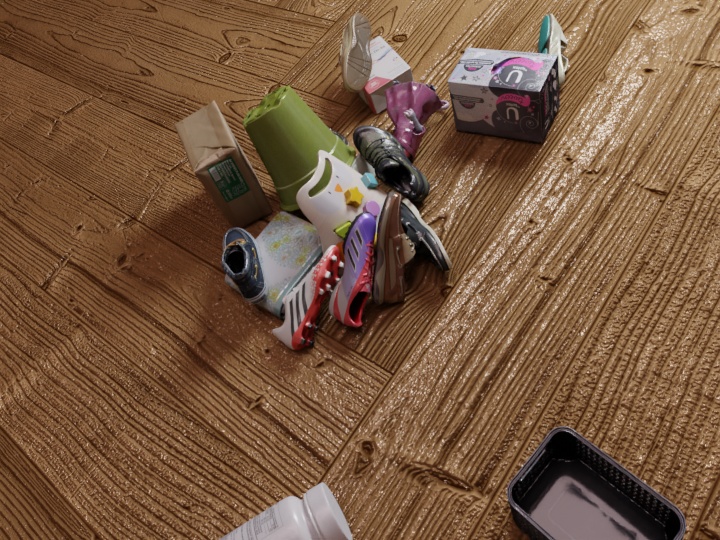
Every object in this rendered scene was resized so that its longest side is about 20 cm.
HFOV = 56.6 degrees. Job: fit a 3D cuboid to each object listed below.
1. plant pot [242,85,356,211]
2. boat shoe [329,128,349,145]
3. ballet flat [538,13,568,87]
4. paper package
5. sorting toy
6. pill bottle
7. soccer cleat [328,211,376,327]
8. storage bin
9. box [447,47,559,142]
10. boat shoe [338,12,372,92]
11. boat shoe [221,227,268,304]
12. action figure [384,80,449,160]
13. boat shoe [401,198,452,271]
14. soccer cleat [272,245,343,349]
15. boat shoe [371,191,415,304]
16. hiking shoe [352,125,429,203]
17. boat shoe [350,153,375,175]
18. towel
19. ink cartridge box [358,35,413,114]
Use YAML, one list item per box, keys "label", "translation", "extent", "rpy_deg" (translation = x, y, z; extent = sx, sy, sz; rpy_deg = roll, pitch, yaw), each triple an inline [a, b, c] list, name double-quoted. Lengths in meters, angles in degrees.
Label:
- label: "plant pot"
  translation: [-0.140, -0.260, 1.363]
  extent: [0.197, 0.191, 0.202]
  rpy_deg: [-30, 28, 18]
- label: "boat shoe"
  translation: [-0.119, -0.304, 1.515]
  extent: [0.195, 0.057, 0.068]
  rpy_deg: [14, 60, 28]
- label: "ballet flat"
  translation: [0.419, -0.471, 1.450]
  extent: [0.061, 0.068, 0.205]
  rpy_deg: [15, 61, -4]
- label: "paper package"
  translation: [-0.290, -0.220, 1.425]
  extent: [0.102, 0.202, 0.192]
  rpy_deg: [-29, 51, -3]
- label: "sorting toy"
  translation: [-0.034, -0.130, 1.264]
  extent: [0.106, 0.179, 0.204]
  rpy_deg: [-19, 41, 53]
- label: "pill bottle"
  translation: [-0.116, 0.402, 0.964]
  extent: [0.197, 0.114, 0.114]
  rpy_deg: [-30, 50, -3]
- label: "soccer cleat"
  translation: [0.000, 0.000, 1.189]
  extent: [0.073, 0.067, 0.206]
  rpy_deg: [27, 106, 46]
- label: "storage bin"
  translation: [0.305, 0.326, 0.880]
  extent: [0.135, 0.095, 0.199]
  rpy_deg: [-44, 52, -14]
- label: "box"
  translation: [0.291, -0.358, 1.355]
  extent: [0.196, 0.133, 0.116]
  rpy_deg: [15, 59, 29]
- label: "boat shoe"
  translation: [-0.015, -0.486, 1.526]
  extent: [0.064, 0.070, 0.206]
  rpy_deg: [-24, 52, 51]
- label: "boat shoe"
  translation: [-0.233, -0.034, 1.282]
  extent: [0.070, 0.092, 0.202]
  rpy_deg: [-29, 49, -2]
- label: "action figure"
  translation: [0.095, -0.297, 1.425]
  extent: [0.131, 0.147, 0.206]
  rpy_deg: [-3, 72, 41]
- label: "boat shoe"
  translation: [0.103, -0.057, 1.244]
  extent: [0.065, 0.075, 0.201]
  rpy_deg: [-30, 50, -1]
- label: "soccer cleat"
  translation: [-0.097, 0.043, 1.223]
  extent: [0.083, 0.068, 0.205]
  rpy_deg: [19, 85, 25]
- label: "boat shoe"
  translation: [0.062, -0.039, 1.197]
  extent: [0.069, 0.206, 0.076]
  rpy_deg: [5, 17, -1]
- label: "hiking shoe"
  translation: [0.055, -0.218, 1.316]
  extent: [0.200, 0.100, 0.076]
  rpy_deg: [44, 105, 12]
- label: "boat shoe"
  translation: [-0.029, -0.169, 1.375]
  extent: [0.061, 0.073, 0.203]
  rpy_deg: [-2, 51, 39]
- label: "towel"
  translation: [-0.153, -0.017, 1.328]
  extent: [0.169, 0.049, 0.201]
  rpy_deg: [25, 67, 36]
- label: "ink cartridge box"
  translation: [0.032, -0.471, 1.574]
  extent: [0.115, 0.068, 0.202]
  rpy_deg: [-31, 51, -3]
